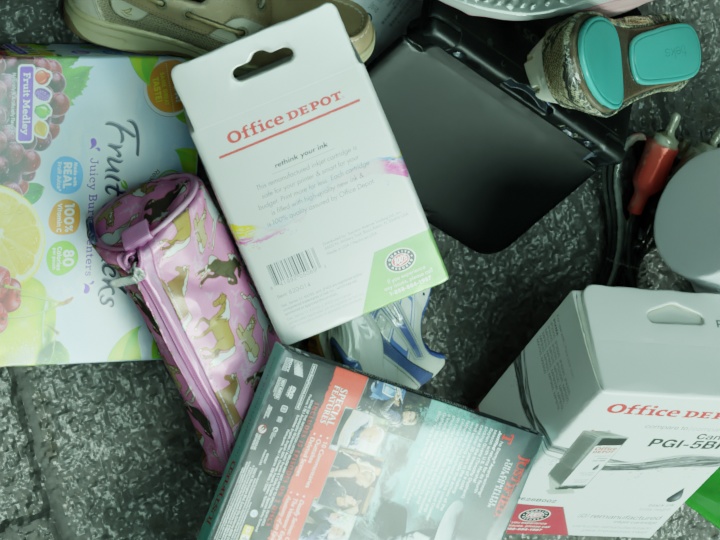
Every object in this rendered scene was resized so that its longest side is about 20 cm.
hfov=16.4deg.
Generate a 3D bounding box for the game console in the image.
[{"bbox_3d":[0.080,-0.133,1.686,0.200,0.116,0.176,30,62,-38],"label":"game console"}]

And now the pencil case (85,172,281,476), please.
[{"bbox_3d":[-0.099,0.037,1.584,0.086,0.083,0.200,-36,119,-19],"label":"pencil case"}]

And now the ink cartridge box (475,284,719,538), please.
[{"bbox_3d":[0.174,0.101,1.707,0.147,0.083,0.200,4,146,-23],"label":"ink cartridge box"}]

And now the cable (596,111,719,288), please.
[{"bbox_3d":[0.196,-0.019,1.764,0.097,0.050,0.200,20,93,-32],"label":"cable"}]

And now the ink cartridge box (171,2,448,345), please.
[{"bbox_3d":[-0.036,-0.068,1.558,0.117,0.067,0.200,-22,114,0],"label":"ink cartridge box"}]

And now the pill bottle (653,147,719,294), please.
[{"bbox_3d":[0.300,-0.005,1.751,0.200,0.114,0.114,27,92,-43],"label":"pill bottle"}]

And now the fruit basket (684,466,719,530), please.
[{"bbox_3d":[0.358,0.142,1.765,0.215,0.216,0.156,13,98,-25],"label":"fruit basket"}]

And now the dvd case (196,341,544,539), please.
[{"bbox_3d":[0.007,0.142,1.602,0.200,0.022,0.146,19,95,-24],"label":"dvd case"}]

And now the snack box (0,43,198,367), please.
[{"bbox_3d":[-0.179,-0.043,1.601,0.142,0.053,0.200,-3,105,-25],"label":"snack box"}]

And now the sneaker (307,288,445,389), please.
[{"bbox_3d":[0.000,0.000,1.684,0.088,0.075,0.200,-27,122,-23],"label":"sneaker"}]

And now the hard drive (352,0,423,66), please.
[{"bbox_3d":[-0.010,-0.215,1.644,0.200,0.026,0.132,40,86,-26],"label":"hard drive"}]

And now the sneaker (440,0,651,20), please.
[{"bbox_3d":[0.119,-0.195,1.613,0.200,0.105,0.075,-6,88,-16],"label":"sneaker"}]

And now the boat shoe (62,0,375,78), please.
[{"bbox_3d":[-0.085,-0.168,1.573,0.200,0.071,0.065,6,135,-11],"label":"boat shoe"}]

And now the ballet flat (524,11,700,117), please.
[{"bbox_3d":[0.152,-0.133,1.618,0.200,0.075,0.068,-14,98,-59],"label":"ballet flat"}]
